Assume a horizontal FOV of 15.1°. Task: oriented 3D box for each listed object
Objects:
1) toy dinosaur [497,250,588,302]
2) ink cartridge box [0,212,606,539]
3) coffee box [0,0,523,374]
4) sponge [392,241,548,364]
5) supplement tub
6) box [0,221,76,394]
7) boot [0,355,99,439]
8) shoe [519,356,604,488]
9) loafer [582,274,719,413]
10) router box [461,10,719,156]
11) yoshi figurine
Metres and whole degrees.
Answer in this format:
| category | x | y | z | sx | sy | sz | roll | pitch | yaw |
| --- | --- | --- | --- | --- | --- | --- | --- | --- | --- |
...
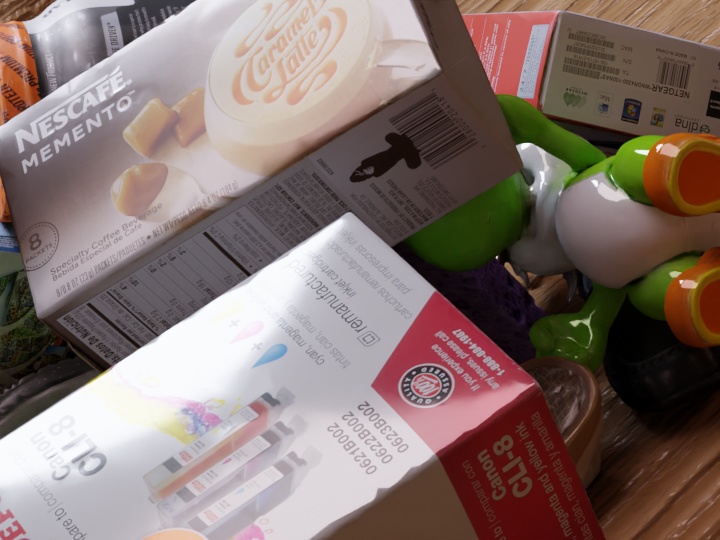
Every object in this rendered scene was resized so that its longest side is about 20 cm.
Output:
| category | x | y | z | sx | sy | sz | roll | pitch | yaw |
| --- | --- | --- | --- | --- | --- | --- | --- | --- | --- |
| toy dinosaur | 0.043 | -0.034 | 1.376 | 0.105 | 0.200 | 0.182 | -19 | -30 | -3 |
| ink cartridge box | -0.030 | 0.111 | 0.992 | 0.200 | 0.145 | 0.145 | -34 | 40 | -11 |
| coffee box | -0.047 | -0.052 | 1.150 | 0.200 | 0.080 | 0.115 | -30 | 50 | 14 |
| sponge | 0.000 | 0.000 | 1.285 | 0.111 | 0.200 | 0.030 | -19 | 43 | 31 |
| supplement tub | -0.082 | -0.079 | 1.330 | 0.199 | 0.123 | 0.123 | -4 | 9 | -15 |
| box | -0.193 | 0.068 | 1.363 | 0.136 | 0.200 | 0.038 | 6 | 28 | -36 |
| boot | -0.107 | 0.099 | 1.304 | 0.200 | 0.132 | 0.070 | -41 | -26 | -13 |
| shoe | 0.035 | 0.119 | 1.114 | 0.070 | 0.053 | 0.200 | 29 | 60 | 33 |
| loafer | 0.131 | 0.007 | 1.240 | 0.068 | 0.071 | 0.201 | -27 | 16 | 10 |
| router box | 0.141 | -0.081 | 1.315 | 0.199 | 0.049 | 0.179 | 11 | 0 | -21 |
| yoshi figurine | 0.084 | -0.021 | 1.168 | 0.200 | 0.112 | 0.113 | 13 | 69 | 58 |
